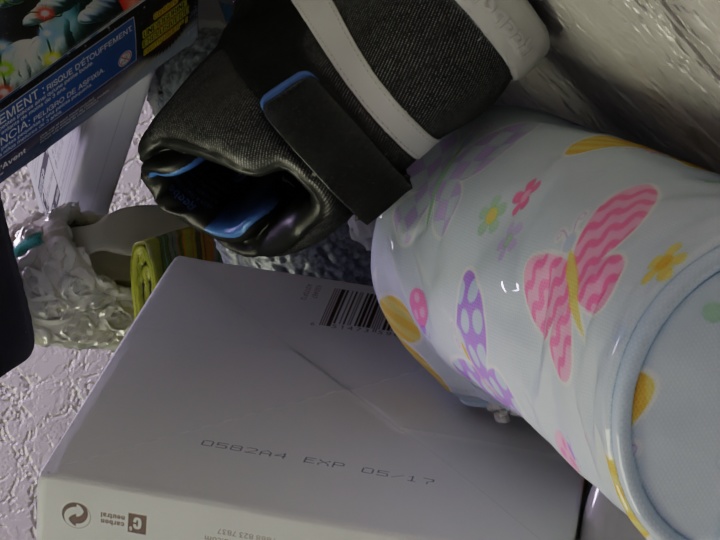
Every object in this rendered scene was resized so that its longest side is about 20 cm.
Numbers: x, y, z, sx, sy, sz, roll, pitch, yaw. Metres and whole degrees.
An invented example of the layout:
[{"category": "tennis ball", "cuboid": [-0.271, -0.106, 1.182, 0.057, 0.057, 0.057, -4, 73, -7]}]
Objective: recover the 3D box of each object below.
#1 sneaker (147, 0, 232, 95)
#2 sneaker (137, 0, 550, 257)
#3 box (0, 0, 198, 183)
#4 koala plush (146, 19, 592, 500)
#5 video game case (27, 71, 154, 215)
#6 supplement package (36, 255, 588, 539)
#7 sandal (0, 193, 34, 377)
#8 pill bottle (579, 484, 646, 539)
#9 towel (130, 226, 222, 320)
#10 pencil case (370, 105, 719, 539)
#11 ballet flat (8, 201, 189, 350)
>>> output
[{"category": "sneaker", "cuboid": [-0.056, -0.097, 0.952, 0.200, 0.081, 0.077, 44, 175, 21]}, {"category": "sneaker", "cuboid": [-0.029, -0.066, 0.666, 0.073, 0.112, 0.200, 48, 177, -21]}, {"category": "box", "cuboid": [-0.168, -0.103, 0.690, 0.200, 0.137, 0.040, 36, 147, 21]}, {"category": "koala plush", "cuboid": [0.000, 0.000, 0.811, 0.177, 0.184, 0.200, 26, 142, 51]}, {"category": "video game case", "cuboid": [-0.130, -0.120, 0.897, 0.200, 0.024, 0.182, 124, 132, -67]}, {"category": "supplement package", "cuboid": [-0.012, 0.125, 0.701, 0.151, 0.200, 0.151, 9, -154, 7]}, {"category": "sandal", "cuboid": [-0.166, -0.038, 0.790, 0.076, 0.043, 0.200, 23, 136, 43]}, {"category": "pill bottle", "cuboid": [0.132, 0.103, 0.682, 0.112, 0.112, 0.200, 45, 177, 19]}, {"category": "towel", "cuboid": [-0.019, 0.011, 0.924, 0.018, 0.200, 0.086, 8, 107, 40]}, {"category": "pencil case", "cuboid": [0.066, 0.012, 0.565, 0.083, 0.091, 0.200, 19, -176, -19]}, {"category": "ballet flat", "cuboid": [-0.070, 0.003, 0.921, 0.200, 0.072, 0.072, 2, -146, -48]}]
